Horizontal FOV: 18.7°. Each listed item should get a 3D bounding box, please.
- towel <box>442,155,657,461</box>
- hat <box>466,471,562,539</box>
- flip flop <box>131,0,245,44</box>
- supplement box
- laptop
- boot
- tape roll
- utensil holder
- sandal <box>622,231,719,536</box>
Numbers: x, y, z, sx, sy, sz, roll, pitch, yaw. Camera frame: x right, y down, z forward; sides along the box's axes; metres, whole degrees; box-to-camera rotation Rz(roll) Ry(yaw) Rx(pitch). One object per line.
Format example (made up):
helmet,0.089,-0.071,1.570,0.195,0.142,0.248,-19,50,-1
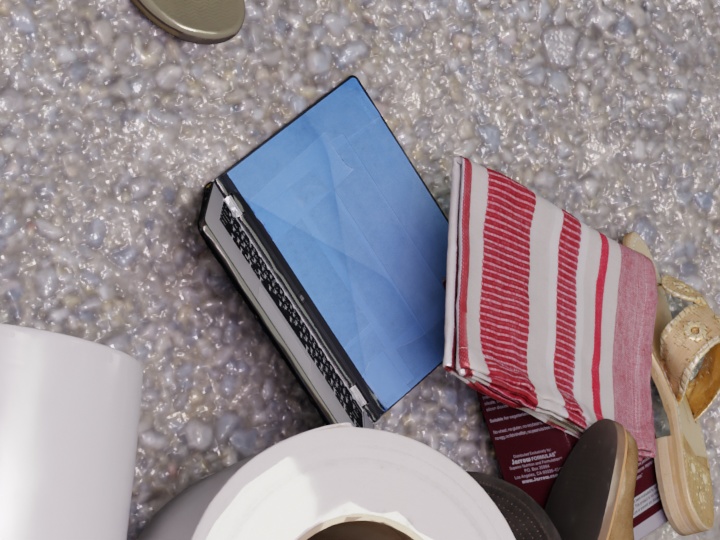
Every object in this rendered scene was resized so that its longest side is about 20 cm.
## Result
towel,0.123,0.026,1.361,0.200,0.023,0.145,26,58,-43
hat,0.039,0.221,1.344,0.201,0.200,0.081,-62,153,-21
flip flop,-0.111,-0.238,1.343,0.081,0.058,0.201,-5,86,-30
supplement box,0.131,0.083,1.417,0.109,0.061,0.201,-20,94,-53
laptop,0.000,0.000,1.345,0.116,0.200,0.188,-33,101,6
boot,0.151,0.191,1.342,0.075,0.074,0.201,8,96,-18
tape roll,-0.024,0.194,1.189,0.202,0.139,0.204,5,76,-21
utensil holder,-0.207,0.140,1.180,0.169,0.170,0.201,13,74,-27
sandal,0.228,0.067,1.454,0.078,0.069,0.213,33,46,-55
